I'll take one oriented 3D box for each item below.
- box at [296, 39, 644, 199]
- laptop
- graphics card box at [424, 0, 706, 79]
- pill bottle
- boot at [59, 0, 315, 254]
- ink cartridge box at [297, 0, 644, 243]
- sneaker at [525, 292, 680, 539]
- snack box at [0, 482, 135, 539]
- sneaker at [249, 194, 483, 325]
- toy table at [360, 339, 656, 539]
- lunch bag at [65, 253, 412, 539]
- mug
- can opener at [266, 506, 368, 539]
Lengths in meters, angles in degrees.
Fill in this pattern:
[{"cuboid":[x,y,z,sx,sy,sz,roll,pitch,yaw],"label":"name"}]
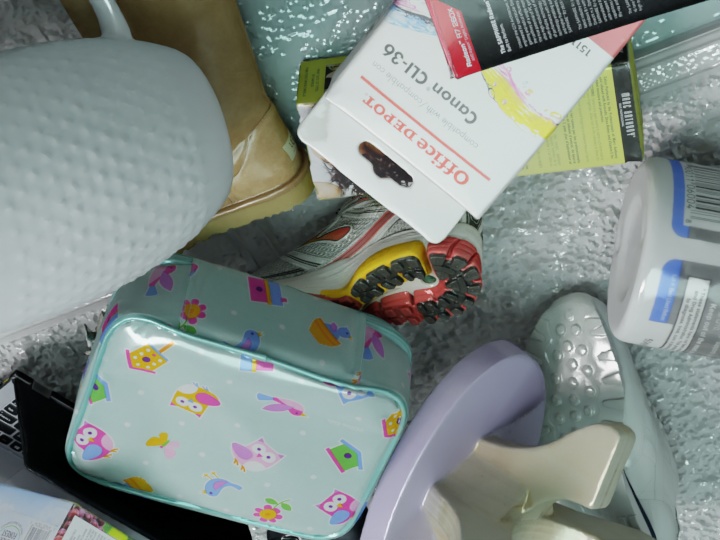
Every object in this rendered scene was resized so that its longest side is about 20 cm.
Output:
[{"cuboid":[0.066,-0.094,1.664,0.199,0.050,0.076,-8,127,8],"label":"box"},{"cuboid":[-0.174,0.163,1.811,0.187,0.116,0.200,33,137,-21],"label":"laptop"},{"cuboid":[0.123,-0.191,1.488,0.199,0.051,0.126,-17,118,9],"label":"graphics card box"},{"cuboid":[0.257,0.003,1.691,0.199,0.114,0.114,10,128,-5],"label":"pill bottle"},{"cuboid":[-0.136,-0.105,1.661,0.174,0.066,0.201,-23,124,8],"label":"boot"},{"cuboid":[0.061,-0.114,1.587,0.116,0.068,0.200,37,105,-5],"label":"ink cartridge box"},{"cuboid":[0.160,0.103,1.806,0.076,0.080,0.201,2,114,36],"label":"sneaker"},{"cuboid":[-0.177,0.188,1.773,0.142,0.053,0.200,36,166,-27],"label":"snack box"},{"cuboid":[0.000,0.000,1.732,0.199,0.083,0.078,-18,135,36],"label":"sneaker"},{"cuboid":[0.090,0.158,1.729,0.183,0.117,0.201,-14,127,-44],"label":"toy table"},{"cuboid":[-0.078,0.080,1.706,0.199,0.077,0.161,17,132,-8],"label":"lunch bag"},{"cuboid":[-0.173,-0.079,1.554,0.175,0.147,0.201,-19,100,-23],"label":"mug"},{"cuboid":[0.002,0.185,1.836,0.063,0.079,0.200,1,173,26],"label":"can opener"}]
